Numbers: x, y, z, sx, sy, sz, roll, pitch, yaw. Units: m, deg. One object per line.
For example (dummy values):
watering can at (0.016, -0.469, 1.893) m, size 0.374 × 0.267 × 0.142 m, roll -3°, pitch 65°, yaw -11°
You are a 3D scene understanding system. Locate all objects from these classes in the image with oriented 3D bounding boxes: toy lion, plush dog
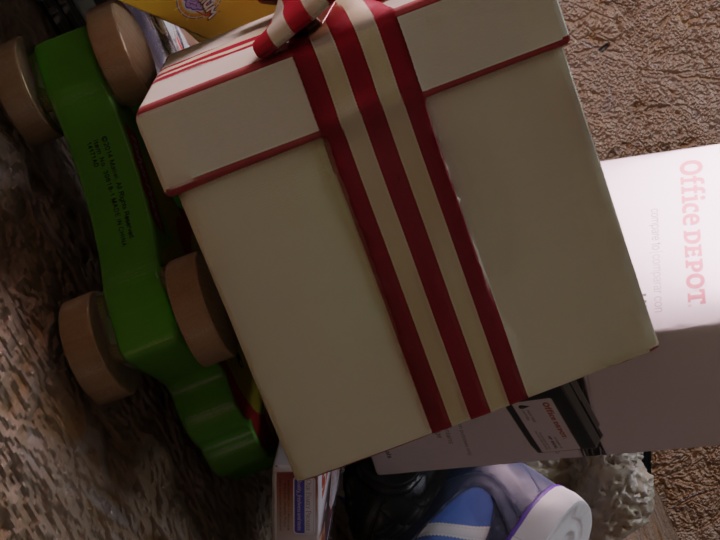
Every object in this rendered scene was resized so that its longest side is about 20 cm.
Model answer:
toy lion at (-0.089, -0.002, 0.659) m, size 0.192 × 0.068 × 0.201 m, roll 51°, pitch 19°, yaw -72°
plush dog at (0.073, 0.144, 0.934) m, size 0.172 × 0.160 × 0.200 m, roll 58°, pitch -33°, yaw 19°

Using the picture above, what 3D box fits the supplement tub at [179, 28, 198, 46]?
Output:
supplement tub at (-0.034, -0.167, 0.961) m, size 0.200 × 0.144 × 0.145 m, roll 39°, pitch 31°, yaw -64°

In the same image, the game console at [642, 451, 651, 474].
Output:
game console at (0.116, 0.058, 0.938) m, size 0.031 × 0.176 × 0.201 m, roll -38°, pitch 134°, yaw -35°

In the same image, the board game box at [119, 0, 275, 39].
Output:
board game box at (-0.125, -0.180, 0.641) m, size 0.153 × 0.040 × 0.200 m, roll 50°, pitch 17°, yaw 22°

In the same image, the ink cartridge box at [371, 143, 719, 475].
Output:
ink cartridge box at (0.101, 0.019, 0.722) m, size 0.145 × 0.198 × 0.085 m, roll -79°, pitch 155°, yaw -48°

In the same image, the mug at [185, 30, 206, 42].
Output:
mug at (-0.022, -0.140, 0.792) m, size 0.149 × 0.154 × 0.187 m, roll -3°, pitch 45°, yaw -43°

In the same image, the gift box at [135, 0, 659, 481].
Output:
gift box at (0.022, -0.053, 0.596) m, size 0.185 × 0.199 × 0.188 m, roll -120°, pitch -173°, yaw -73°

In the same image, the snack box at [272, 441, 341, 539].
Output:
snack box at (-0.021, 0.079, 0.709) m, size 0.200 × 0.024 × 0.072 m, roll -79°, pitch 170°, yaw -66°

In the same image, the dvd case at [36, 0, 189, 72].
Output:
dvd case at (-0.116, -0.104, 0.792) m, size 0.146 × 0.022 × 0.201 m, roll -92°, pitch 158°, yaw -58°

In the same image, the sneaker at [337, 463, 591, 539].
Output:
sneaker at (0.024, 0.173, 0.793) m, size 0.200 × 0.146 × 0.081 m, roll -42°, pitch 136°, yaw -32°

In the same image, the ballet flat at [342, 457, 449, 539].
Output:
ballet flat at (0.040, 0.081, 0.809) m, size 0.066 × 0.057 × 0.200 m, roll 30°, pitch 40°, yaw 12°
